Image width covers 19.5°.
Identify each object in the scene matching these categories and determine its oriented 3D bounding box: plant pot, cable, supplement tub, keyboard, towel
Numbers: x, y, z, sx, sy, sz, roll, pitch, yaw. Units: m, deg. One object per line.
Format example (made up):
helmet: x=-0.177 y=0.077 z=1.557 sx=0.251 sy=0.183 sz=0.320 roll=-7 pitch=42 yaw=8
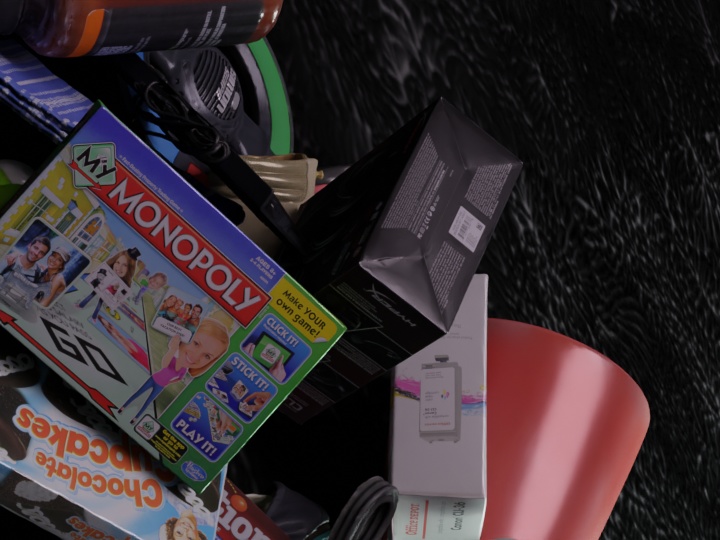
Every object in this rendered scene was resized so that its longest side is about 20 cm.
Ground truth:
plant pot: x=0.101 y=0.162 z=1.573 sx=0.200 sy=0.200 sz=0.178 roll=43 pitch=53 yaw=-36
cable: x=-0.041 y=0.221 z=1.349 sx=0.097 sy=0.050 sz=0.201 roll=5 pitch=106 yaw=-52
supplement tub: x=-0.153 y=-0.191 z=1.330 sx=0.199 sy=0.107 sz=0.108 roll=-8 pitch=79 yaw=-31
keyboard: x=-0.114 y=-0.080 z=1.351 sx=0.200 sy=0.040 sz=0.104 roll=44 pitch=-8 yaw=38
towel: x=-0.159 y=-0.085 z=1.318 sx=0.200 sy=0.024 sz=0.145 roll=37 pitch=9 yaw=0

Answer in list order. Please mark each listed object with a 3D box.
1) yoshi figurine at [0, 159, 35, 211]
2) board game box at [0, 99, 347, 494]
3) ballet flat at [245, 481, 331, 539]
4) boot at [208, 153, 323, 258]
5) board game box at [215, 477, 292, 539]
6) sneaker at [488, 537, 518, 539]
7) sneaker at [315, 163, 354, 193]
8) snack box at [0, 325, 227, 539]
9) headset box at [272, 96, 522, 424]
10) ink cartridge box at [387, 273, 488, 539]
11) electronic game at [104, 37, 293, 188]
yoshi figurine: x=-0.181 y=-0.012 z=1.301 sx=0.199 sy=0.112 sz=0.113 roll=19 pitch=68 yaw=-43
board game box: x=-0.124 y=0.017 z=1.233 sx=0.200 sy=0.135 sz=0.029 roll=42 pitch=0 yaw=-17
ballet flat: x=-0.093 y=0.192 z=1.371 sx=0.200 sy=0.073 sz=0.073 roll=-33 pitch=102 yaw=-53
boot: x=-0.042 y=-0.005 z=1.504 sx=0.199 sy=0.072 sz=0.157 roll=7 pitch=86 yaw=-49
board game box: x=-0.127 y=0.143 z=1.313 sx=0.200 sy=0.019 sz=0.103 roll=44 pitch=35 yaw=-1
sneaker: x=0.051 y=0.244 z=1.453 sx=0.076 sy=0.200 sz=0.092 roll=50 pitch=22 yaw=5
sneaker: x=0.007 y=-0.023 z=1.604 sx=0.200 sy=0.073 sz=0.087 roll=31 pitch=57 yaw=-59
snack box: x=-0.172 y=0.102 z=1.255 sx=0.199 sy=0.037 sz=0.117 roll=32 pitch=39 yaw=-22
headset box: x=0.000 y=0.000 z=1.356 sx=0.077 sy=0.200 sz=0.149 roll=38 pitch=53 yaw=-15
ink cartridge box: x=0.053 y=0.115 z=1.441 sx=0.117 sy=0.067 sz=0.201 roll=87 pitch=5 yaw=-68
electronic game: x=-0.114 y=-0.130 z=1.519 sx=0.200 sy=0.041 sz=0.201 roll=32 pitch=49 yaw=-45
